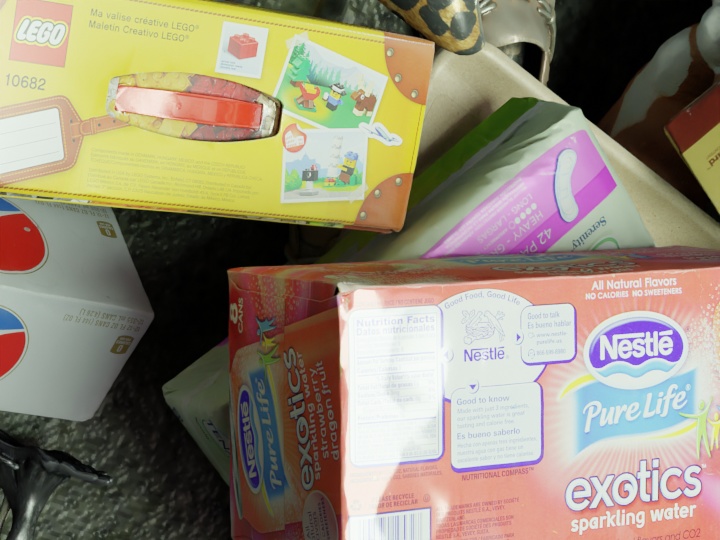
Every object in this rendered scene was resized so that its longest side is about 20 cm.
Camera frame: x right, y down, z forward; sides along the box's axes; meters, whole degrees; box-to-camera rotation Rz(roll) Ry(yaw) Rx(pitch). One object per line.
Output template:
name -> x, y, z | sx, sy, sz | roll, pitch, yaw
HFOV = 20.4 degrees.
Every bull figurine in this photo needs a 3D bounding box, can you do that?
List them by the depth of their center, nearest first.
bull figurine -> 0.153, -0.055, 0.950 | 0.121, 0.065, 0.200 | 14, 133, -39

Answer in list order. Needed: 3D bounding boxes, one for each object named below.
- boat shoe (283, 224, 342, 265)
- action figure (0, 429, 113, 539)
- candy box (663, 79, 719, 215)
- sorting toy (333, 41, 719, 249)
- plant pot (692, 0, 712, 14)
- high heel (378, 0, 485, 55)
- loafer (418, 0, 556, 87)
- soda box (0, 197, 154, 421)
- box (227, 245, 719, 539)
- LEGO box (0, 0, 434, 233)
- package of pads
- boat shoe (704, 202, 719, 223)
boat shoe -> 0.000, 0.000, 0.898 | 0.065, 0.072, 0.201 | -40, 126, -23
action figure -> -0.173, 0.163, 0.795 | 0.119, 0.102, 0.202 | 22, 86, -48
candy box -> 0.234, -0.058, 0.897 | 0.117, 0.057, 0.199 | -40, 147, 21
sorting toy -> 0.057, 0.030, 0.865 | 0.185, 0.036, 0.201 | 34, 80, -28
plant pot -> 0.226, -0.202, 0.941 | 0.199, 0.200, 0.178 | 39, 89, -35
high heel -> -0.050, -0.138, 0.750 | 0.142, 0.071, 0.201 | -36, 89, -28
loafer -> 0.065, -0.093, 0.924 | 0.071, 0.063, 0.202 | -6, 105, -34
soda box -> -0.182, 0.002, 0.757 | 0.199, 0.068, 0.064 | 11, 126, -36
box -> 0.059, 0.046, 0.716 | 0.198, 0.094, 0.104 | -4, 96, -28
LEGO box -> -0.098, -0.071, 0.760 | 0.199, 0.149, 0.078 | 5, 99, -36
package of pads -> 0.043, 0.050, 0.799 | 0.200, 0.068, 0.155 | -40, 112, -18
boat shoe -> 0.181, 0.043, 1.034 | 0.060, 0.072, 0.203 | 19, 87, -33
